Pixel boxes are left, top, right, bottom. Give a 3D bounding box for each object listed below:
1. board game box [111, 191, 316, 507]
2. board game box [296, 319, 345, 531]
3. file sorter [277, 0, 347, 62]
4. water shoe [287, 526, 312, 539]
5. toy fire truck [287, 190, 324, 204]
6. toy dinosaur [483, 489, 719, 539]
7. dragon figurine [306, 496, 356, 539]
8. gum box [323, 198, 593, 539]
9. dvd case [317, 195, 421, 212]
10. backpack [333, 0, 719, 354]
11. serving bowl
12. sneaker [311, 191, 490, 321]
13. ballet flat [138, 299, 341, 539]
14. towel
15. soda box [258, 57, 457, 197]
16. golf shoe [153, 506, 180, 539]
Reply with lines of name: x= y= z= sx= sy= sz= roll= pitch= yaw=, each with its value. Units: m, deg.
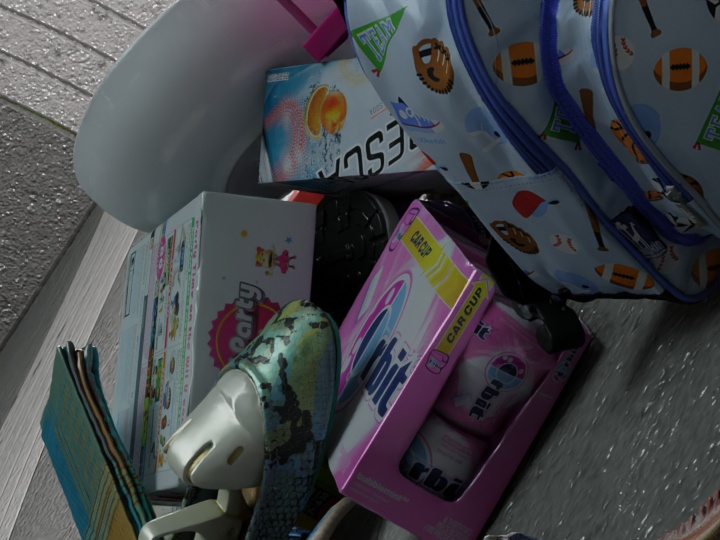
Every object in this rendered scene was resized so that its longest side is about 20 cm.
board game box: x=-0.082 y=0.048 z=1.335 sx=0.200 sy=0.064 sz=0.149 roll=156 pitch=119 yaw=-73
board game box: x=-0.032 y=0.081 z=1.439 sx=0.102 sy=0.047 sz=0.201 roll=-52 pitch=13 yaw=36
file sorter: x=0.018 y=-0.236 z=1.297 sx=0.200 sy=0.125 sz=0.139 roll=-46 pitch=1 yaw=36
water shoe: x=-0.051 y=0.154 z=1.244 sx=0.072 sy=0.079 sz=0.200 roll=-61 pitch=11 yaw=-11
toy fire truck: x=0.023 y=-0.108 z=1.653 sx=0.200 sy=0.049 sz=0.141 roll=-55 pitch=5 yaw=21
toy dinosaur: x=0.055 y=0.152 z=0.882 sx=0.199 sy=0.106 sz=0.182 roll=-24 pitch=-11 yaw=-12
dragon figurine: x=-0.054 y=0.191 z=1.133 sx=0.099 sy=0.059 sz=0.202 roll=-9 pitch=67 yaw=59
gum box: x=0.036 y=0.046 z=1.166 sx=0.114 sy=0.066 sz=0.200 roll=-60 pitch=11 yaw=6
dvd case: x=0.008 y=-0.042 z=1.507 sx=0.148 sy=0.016 sz=0.200 roll=-32 pitch=-14 yaw=-46
backpack: x=0.092 y=-0.098 z=0.973 sx=0.154 sy=0.190 sz=0.201 roll=-12 pitch=47 yaw=54
serving bowl: x=-0.060 y=-0.087 z=1.414 sx=0.200 sy=0.066 sz=0.200 roll=-34 pitch=-23 yaw=-17
sneaker: x=0.000 y=0.000 z=1.391 sx=0.200 sy=0.087 sz=0.076 roll=-7 pitch=86 yaw=61
ballet flat: x=-0.064 y=0.107 z=1.156 sx=0.074 sy=0.074 sz=0.201 roll=-92 pitch=16 yaw=-71
towel: x=-0.120 y=0.148 z=1.326 sx=0.022 sy=0.201 sz=0.147 roll=-19 pitch=-16 yaw=-18
soda box: x=0.033 y=-0.074 z=1.282 sx=0.199 sy=0.068 sz=0.064 roll=-3 pitch=81 yaw=52
golf shoe: x=-0.132 y=0.181 z=1.506 sx=0.078 sy=0.097 sz=0.201 roll=-45 pitch=19 yaw=47
